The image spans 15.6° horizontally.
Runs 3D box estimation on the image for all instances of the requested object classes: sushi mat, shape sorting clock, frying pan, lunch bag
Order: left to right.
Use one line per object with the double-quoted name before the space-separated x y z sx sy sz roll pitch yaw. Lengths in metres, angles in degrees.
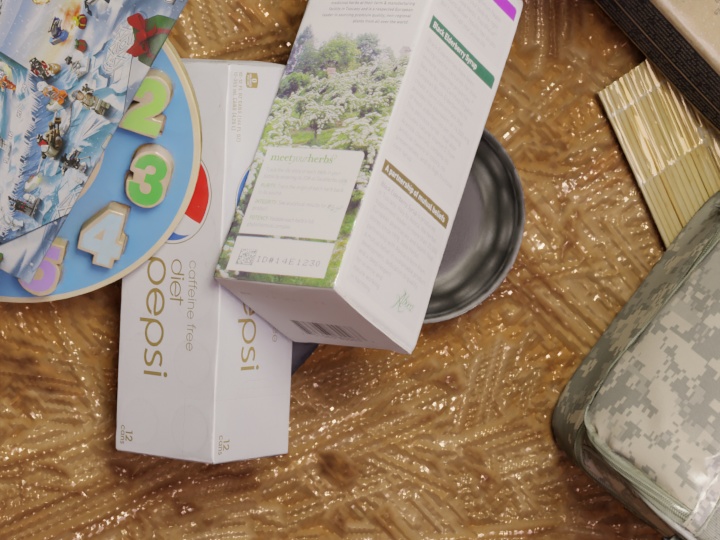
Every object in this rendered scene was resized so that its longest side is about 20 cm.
"shape sorting clock" -0.176 -0.068 1.280 0.199 0.039 0.201 2 119 4
"frying pan" 0.016 0.005 1.394 0.115 0.031 0.191 22 91 -13
"sushi mat" 0.208 -0.034 1.462 0.095 0.012 0.201 -28 101 -12
"lunch bag" 0.211 0.058 1.377 0.139 0.168 0.200 38 90 -12

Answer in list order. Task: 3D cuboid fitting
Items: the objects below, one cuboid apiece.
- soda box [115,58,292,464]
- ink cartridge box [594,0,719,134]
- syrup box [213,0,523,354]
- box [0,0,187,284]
"soda box" -0.076 -0.006 1.336 0.064 0.068 0.201 -3 97 -54
"ink cartridge box" 0.235 -0.180 1.418 0.165 0.075 0.200 46 76 -13
"syrup box" 0.006 -0.067 1.316 0.081 0.078 0.201 40 62 -48
"box" -0.166 -0.109 1.216 0.137 0.040 0.200 29 114 -9
